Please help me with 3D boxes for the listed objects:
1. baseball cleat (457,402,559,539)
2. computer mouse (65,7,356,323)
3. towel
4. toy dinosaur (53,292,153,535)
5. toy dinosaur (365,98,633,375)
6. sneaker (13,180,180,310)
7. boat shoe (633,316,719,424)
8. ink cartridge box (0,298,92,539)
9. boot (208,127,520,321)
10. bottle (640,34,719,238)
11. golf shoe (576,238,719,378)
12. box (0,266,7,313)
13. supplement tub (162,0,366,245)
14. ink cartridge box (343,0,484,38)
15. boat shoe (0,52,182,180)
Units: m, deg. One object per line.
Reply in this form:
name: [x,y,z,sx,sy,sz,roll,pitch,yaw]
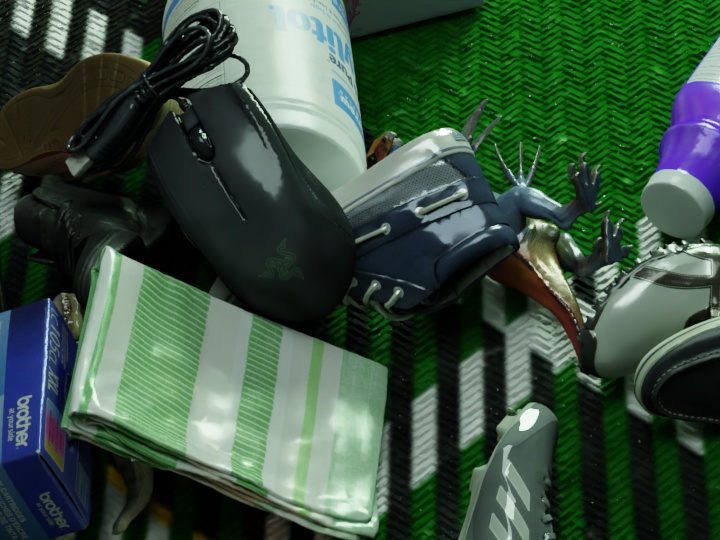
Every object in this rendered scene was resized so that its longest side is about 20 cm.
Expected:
baseball cleat: [0.096,0.168,1.546,0.106,0.070,0.201,16,58,17]
computer mouse: [-0.085,-0.051,1.684,0.138,0.053,0.200,-42,81,11]
towel: [-0.076,0.074,1.624,0.199,0.023,0.153,23,41,-16]
toy dinosaur: [-0.136,0.079,1.695,0.088,0.048,0.200,-28,44,2]
toy dinosaur: [0.074,-0.035,1.750,0.181,0.105,0.201,-6,50,32]
sneaker: [-0.181,-0.018,1.754,0.104,0.060,0.200,12,15,9]
boat shoe: [0.262,0.068,1.608,0.199,0.075,0.062,-1,36,3]
ink cartridge box: [-0.236,0.103,1.638,0.199,0.077,0.137,-16,41,10]
boot: [0.000,0.000,1.716,0.200,0.073,0.091,-35,67,14]
bottle: [0.249,-0.101,1.797,0.083,0.066,0.200,16,48,27]
golf shoe: [0.230,0.026,1.656,0.199,0.078,0.095,-23,44,-12]
box: [-0.313,0.021,1.788,0.157,0.051,0.200,-13,43,-3]
supplement tub: [-0.066,-0.111,1.823,0.131,0.132,0.201,-10,43,1]
ink cartridge box: [-0.028,-0.262,1.967,0.199,0.145,0.146,-14,43,-4]
boat shoe: [-0.171,-0.099,1.819,0.200,0.064,0.072,-6,73,53]
